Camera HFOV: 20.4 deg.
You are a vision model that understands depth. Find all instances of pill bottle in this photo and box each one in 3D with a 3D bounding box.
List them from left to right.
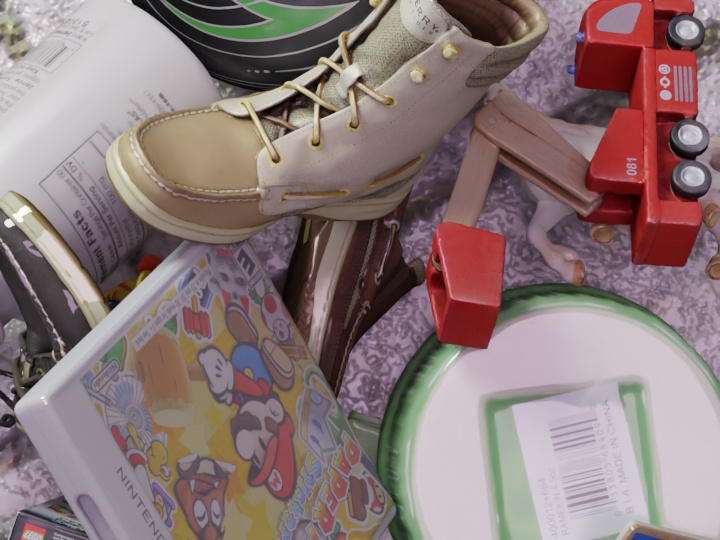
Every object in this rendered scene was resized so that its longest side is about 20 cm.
[{"bbox_3d":[-0.169,-0.038,1.034,0.114,0.114,0.200,45,68,1],"label":"pill bottle"}]

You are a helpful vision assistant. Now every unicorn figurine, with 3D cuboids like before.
[{"bbox_3d":[0.132,-0.056,1.108,0.198,0.138,0.074,12,127,-23],"label":"unicorn figurine"}]

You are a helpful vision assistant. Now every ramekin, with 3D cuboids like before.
[{"bbox_3d":[0.108,0.105,1.059,0.198,0.098,0.202,0,86,0],"label":"ramekin"}]

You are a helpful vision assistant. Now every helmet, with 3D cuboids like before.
[{"bbox_3d":[-0.033,-0.188,1.056,0.200,0.200,0.191,-40,97,-5],"label":"helmet"}]

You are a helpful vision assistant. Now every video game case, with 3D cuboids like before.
[{"bbox_3d":[-0.063,0.091,0.940,0.023,0.200,0.183,-21,105,29],"label":"video game case"}]

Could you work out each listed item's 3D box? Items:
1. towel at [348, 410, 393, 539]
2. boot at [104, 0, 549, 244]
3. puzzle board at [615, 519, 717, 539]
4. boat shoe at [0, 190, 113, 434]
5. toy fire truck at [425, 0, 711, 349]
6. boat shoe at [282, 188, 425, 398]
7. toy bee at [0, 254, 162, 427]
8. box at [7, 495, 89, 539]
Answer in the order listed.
[{"bbox_3d":[0.068,0.175,1.114,0.198,0.031,0.150,17,84,-2],"label":"towel"},{"bbox_3d":[-0.014,-0.084,0.966,0.199,0.155,0.072,-6,61,-45],"label":"boot"},{"bbox_3d":[0.132,0.216,1.014,0.150,0.017,0.201,18,110,-38],"label":"puzzle board"},{"bbox_3d":[-0.135,0.060,0.961,0.066,0.072,0.202,-32,110,-11],"label":"boat shoe"},{"bbox_3d":[0.107,-0.056,1.030,0.140,0.049,0.202,4,61,-2],"label":"toy fire truck"},{"bbox_3d":[0.001,0.000,1.104,0.074,0.075,0.204,12,87,-12],"label":"boat shoe"},{"bbox_3d":[-0.113,0.040,1.077,0.199,0.131,0.109,22,60,9],"label":"toy bee"},{"bbox_3d":[-0.080,0.168,1.053,0.198,0.110,0.035,18,91,7],"label":"box"}]
